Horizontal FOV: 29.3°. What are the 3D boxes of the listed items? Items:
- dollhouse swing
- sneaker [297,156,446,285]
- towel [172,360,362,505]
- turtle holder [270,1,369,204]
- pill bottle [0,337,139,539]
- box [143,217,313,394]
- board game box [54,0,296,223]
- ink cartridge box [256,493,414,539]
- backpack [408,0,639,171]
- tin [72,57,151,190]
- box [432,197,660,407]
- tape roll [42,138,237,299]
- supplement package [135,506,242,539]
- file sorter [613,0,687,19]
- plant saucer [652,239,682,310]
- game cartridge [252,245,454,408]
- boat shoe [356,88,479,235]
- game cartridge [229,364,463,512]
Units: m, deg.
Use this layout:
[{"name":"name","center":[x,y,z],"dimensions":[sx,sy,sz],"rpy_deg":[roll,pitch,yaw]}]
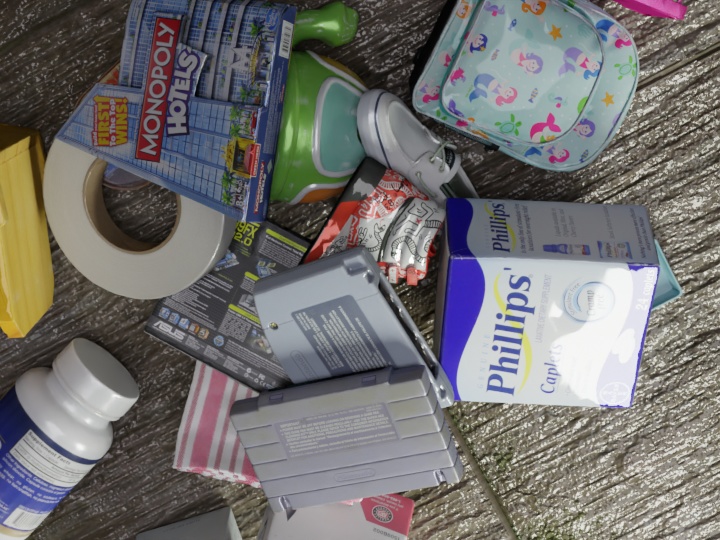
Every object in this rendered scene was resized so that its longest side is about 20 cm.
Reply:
[{"name":"dollhouse swing","center":[-0.388,-0.047,1.325],"dimensions":[0.181,0.200,0.176],"rpy_deg":[10,103,-3]},{"name":"sneaker","center":[0.000,0.000,1.319],"dimensions":[0.108,0.067,0.202],"rpy_deg":[31,110,-5]},{"name":"towel","center":[-0.083,0.153,1.421],"dimensions":[0.199,0.030,0.147],"rpy_deg":[12,65,-3]},{"name":"turtle holder","center":[-0.051,-0.155,1.351],"dimensions":[0.131,0.141,0.186],"rpy_deg":[5,63,-17]},{"name":"pill bottle","center":[-0.326,0.170,1.416],"dimensions":[0.120,0.120,0.200],"rpy_deg":[42,99,-9]},{"name":"box","center":[-0.096,0.036,1.398],"dimensions":[0.200,0.044,0.161],"rpy_deg":[27,94,5]},{"name":"board game box","center":[-0.173,-0.157,1.259],"dimensions":[0.199,0.062,0.201],"rpy_deg":[9,95,15]},{"name":"ink cartridge box","center":[-0.038,0.312,1.407],"dimensions":[0.146,0.200,0.083],"rpy_deg":[21,138,-6]},{"name":"backpack","center":[0.166,-0.192,1.331],"dimensions":[0.200,0.151,0.178],"rpy_deg":[25,100,-11]},{"name":"tin","center":[-0.201,-0.163,1.356],"dimensions":[0.200,0.042,0.112],"rpy_deg":[-37,95,25]},{"name":"box","center":[0.175,0.033,1.347],"dimensions":[0.199,0.105,0.184],"rpy_deg":[2,127,0]},{"name":"tape roll","center":[-0.215,-0.072,1.348],"dimensions":[0.202,0.037,0.204],"rpy_deg":[6,107,19]},{"name":"supplement package","center":[-0.162,0.375,1.468],"dimensions":[0.113,0.110,0.201],"rpy_deg":[-18,102,4]},{"name":"file sorter","center":[0.221,-0.333,1.298],"dimensions":[0.199,0.139,0.126],"rpy_deg":[21,100,-5]},{"name":"plant saucer","center":[0.233,0.040,1.444],"dimensions":[0.200,0.019,0.070],"rpy_deg":[-28,101,7]},{"name":"game cartridge","center":[-0.012,0.071,1.305],"dimensions":[0.133,0.042,0.200],"rpy_deg":[-15,125,26]},{"name":"boat shoe","center":[0.067,-0.108,1.342],"dimensions":[0.067,0.074,0.200],"rpy_deg":[-1,149,31]},{"name":"game cartridge","center":[-0.014,0.161,1.324],"dimensions":[0.199,0.038,0.130],"rpy_deg":[-12,112,18]}]
